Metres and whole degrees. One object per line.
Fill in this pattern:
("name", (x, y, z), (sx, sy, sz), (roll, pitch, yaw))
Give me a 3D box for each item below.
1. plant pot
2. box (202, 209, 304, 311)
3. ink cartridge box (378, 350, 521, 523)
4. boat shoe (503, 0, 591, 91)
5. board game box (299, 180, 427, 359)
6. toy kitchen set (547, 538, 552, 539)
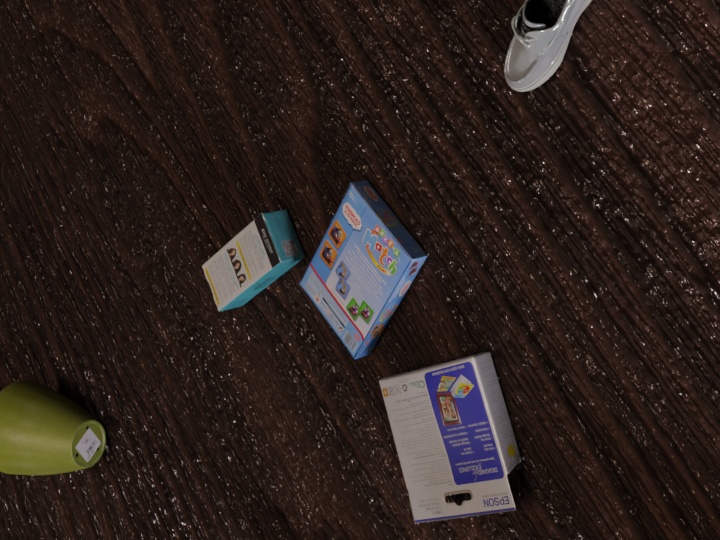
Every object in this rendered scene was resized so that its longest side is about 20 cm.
("plant pot", (-0.600, 0.322, 2.385), (0.198, 0.187, 0.189), (6, 104, 33))
("box", (-0.168, -0.014, 1.880), (0.200, 0.049, 0.083), (-35, 73, 47))
("ink cartridge box", (0.121, 0.223, 1.610), (0.197, 0.047, 0.202), (-20, 86, 48))
("boat shoe", (0.204, -0.286, 1.368), (0.070, 0.071, 0.202), (53, 133, 26))
("board game box", (0.000, 0.000, 1.700), (0.152, 0.036, 0.201), (52, 134, 27))
("toy kitchen set", (0.266, 0.456, 1.492), (0.200, 0.180, 0.164), (-39, 23, 12))
